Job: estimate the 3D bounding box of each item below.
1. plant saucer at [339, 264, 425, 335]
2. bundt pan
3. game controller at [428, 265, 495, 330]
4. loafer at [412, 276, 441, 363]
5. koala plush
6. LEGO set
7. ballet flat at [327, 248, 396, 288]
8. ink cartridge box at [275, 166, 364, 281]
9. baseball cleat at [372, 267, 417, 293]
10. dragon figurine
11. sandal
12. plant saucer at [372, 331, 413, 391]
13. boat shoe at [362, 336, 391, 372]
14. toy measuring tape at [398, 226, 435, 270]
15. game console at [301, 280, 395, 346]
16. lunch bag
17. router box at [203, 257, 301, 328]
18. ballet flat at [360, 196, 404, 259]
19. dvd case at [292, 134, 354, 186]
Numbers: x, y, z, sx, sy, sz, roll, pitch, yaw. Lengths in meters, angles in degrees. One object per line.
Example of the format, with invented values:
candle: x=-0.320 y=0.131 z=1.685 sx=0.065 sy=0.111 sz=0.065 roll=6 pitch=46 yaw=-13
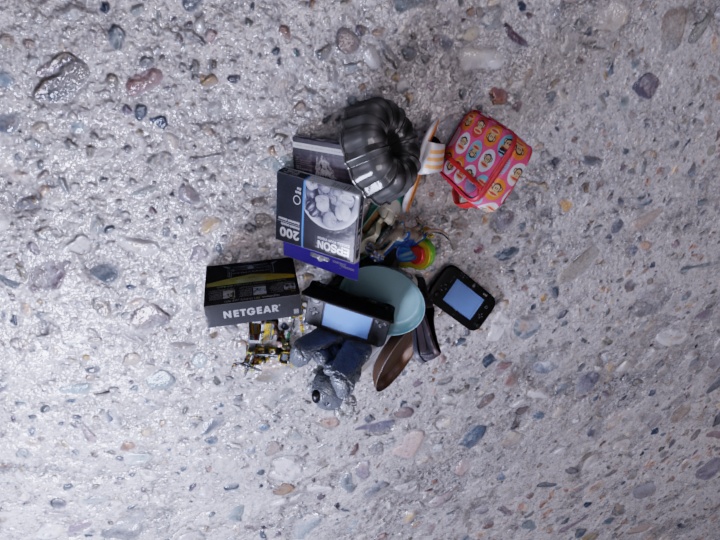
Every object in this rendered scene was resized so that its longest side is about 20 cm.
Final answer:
plant saucer: x=0.048 y=0.062 z=1.161 sx=0.192 sy=0.028 sz=0.205 roll=10 pitch=132 yaw=11
bundt pan: x=0.050 y=-0.233 z=1.011 sx=0.074 sy=0.206 sz=0.203 roll=-11 pitch=132 yaw=39
game controller: x=0.254 y=0.070 z=1.326 sx=0.197 sy=0.042 sz=0.105 roll=34 pitch=105 yaw=-29
loafer: x=0.155 y=0.109 z=1.236 sx=0.062 sy=0.208 sz=0.071 roll=-19 pitch=151 yaw=36
koala plush: x=-0.062 y=0.249 z=1.249 sx=0.182 sy=0.173 sz=0.206 roll=-33 pitch=142 yaw=-49
LEGO set: x=-0.198 y=0.155 z=1.205 sx=0.148 sy=0.117 sz=0.206 roll=13 pitch=114 yaw=-21
ballet flat: x=0.000 y=0.000 z=1.220 sx=0.196 sy=0.057 sz=0.067 roll=-34 pitch=131 yaw=-4
ink cartridge box: x=-0.087 y=-0.088 z=1.084 sx=0.192 sy=0.043 sz=0.207 roll=17 pitch=121 yaw=21
baseball cleat: x=0.041 y=0.052 z=1.220 sx=0.105 sy=0.071 sz=0.199 roll=31 pitch=127 yaw=-25
dragon figurine: x=0.099 y=-0.060 z=1.147 sx=0.194 sy=0.060 sz=0.101 roll=-1 pitch=135 yaw=-37
sandal: x=0.142 y=-0.213 z=1.115 sx=0.057 sy=0.080 sz=0.213 roll=21 pitch=121 yaw=8
plant saucer: x=0.088 y=0.204 z=1.304 sx=0.200 sy=0.034 sz=0.203 roll=-46 pitch=156 yaw=-27
boat shoe: x=0.014 y=0.176 z=1.310 sx=0.067 sy=0.073 sz=0.200 roll=31 pitch=115 yaw=-26
toy measuring tape: x=0.125 y=-0.005 z=1.231 sx=0.071 sy=0.074 sz=0.206 roll=13 pitch=114 yaw=-21
game console: x=-0.032 y=0.106 z=1.126 sx=0.193 sy=0.118 sz=0.180 roll=17 pitch=129 yaw=3
lunch bag: x=0.240 y=-0.213 z=1.077 sx=0.080 sy=0.202 sz=0.180 roll=20 pitch=112 yaw=-29
router box: x=-0.226 y=0.042 z=1.113 sx=0.192 sy=0.159 sz=0.054 roll=-6 pitch=121 yaw=-10
ballet flat: x=0.041 y=-0.103 z=1.157 sx=0.066 sy=0.071 sz=0.202 roll=29 pitch=108 yaw=-30
dvd case: x=-0.070 y=-0.161 z=1.078 sx=0.144 sy=0.016 sz=0.207 roll=14 pitch=122 yaw=22
